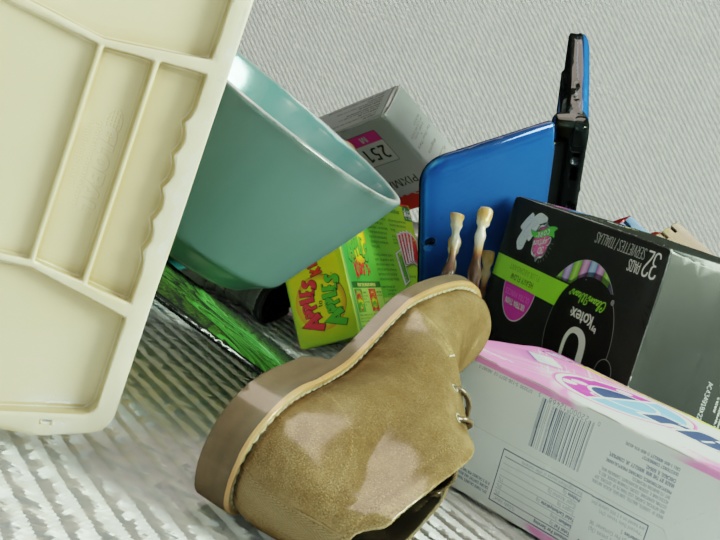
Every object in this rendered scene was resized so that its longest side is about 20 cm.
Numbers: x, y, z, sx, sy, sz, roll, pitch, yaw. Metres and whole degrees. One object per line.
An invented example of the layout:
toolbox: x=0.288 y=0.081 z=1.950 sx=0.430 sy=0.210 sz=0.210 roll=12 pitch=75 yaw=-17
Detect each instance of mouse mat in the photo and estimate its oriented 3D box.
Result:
mouse mat: x=-0.068 y=0.030 z=0.571 sx=0.160 sy=0.008 sz=0.200 roll=40 pitch=-2 yaw=-22

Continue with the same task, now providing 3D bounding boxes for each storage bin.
storage bin: x=-0.132 y=-0.055 z=0.460 sx=0.092 sy=0.202 sz=0.200 roll=17 pitch=6 yaw=-21

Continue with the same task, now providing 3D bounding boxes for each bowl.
bowl: x=-0.083 y=-0.065 z=0.656 sx=0.200 sy=0.105 sz=0.201 roll=39 pitch=8 yaw=-7

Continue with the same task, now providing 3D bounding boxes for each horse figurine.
horse figurine: x=0.057 y=0.037 z=0.708 sx=0.049 sy=0.135 sz=0.200 roll=13 pitch=-8 yaw=7

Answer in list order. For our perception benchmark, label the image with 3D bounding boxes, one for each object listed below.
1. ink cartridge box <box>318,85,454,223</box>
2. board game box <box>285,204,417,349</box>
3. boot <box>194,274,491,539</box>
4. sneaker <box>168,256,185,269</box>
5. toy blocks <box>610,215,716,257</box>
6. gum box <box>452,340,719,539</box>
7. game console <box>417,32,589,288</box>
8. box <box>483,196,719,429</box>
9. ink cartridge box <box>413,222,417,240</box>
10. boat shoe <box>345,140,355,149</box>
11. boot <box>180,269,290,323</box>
ink cartridge box: x=0.013 y=-0.080 z=1.052 sx=0.198 sy=0.044 sz=0.174 roll=-13 pitch=-49 yaw=45
board game box: x=0.000 y=0.000 z=0.825 sx=0.047 sy=0.104 sz=0.200 roll=-15 pitch=-5 yaw=18
boot: x=0.019 y=0.061 z=0.449 sx=0.075 sy=0.075 sz=0.199 roll=29 pitch=29 yaw=19
sneaker: x=-0.102 y=-0.035 z=0.770 sx=0.198 sy=0.078 sz=0.080 roll=-26 pitch=71 yaw=-38
toy blocks: x=0.234 y=0.023 z=0.881 sx=0.137 sy=0.099 sz=0.201 roll=50 pitch=-17 yaw=32
gum box: x=0.127 y=0.098 z=0.527 sx=0.112 sy=0.067 sz=0.198 roll=11 pitch=9 yaw=-45
game console: x=0.109 y=-0.060 z=0.843 sx=0.116 sy=0.202 sz=0.173 roll=5 pitch=47 yaw=6
box: x=0.171 y=0.050 z=0.707 sx=0.122 sy=0.151 sz=0.200 roll=15 pitch=7 yaw=-21
ink cartridge box: x=0.120 y=0.027 z=1.011 sx=0.199 sy=0.044 sz=0.173 roll=38 pitch=9 yaw=26
boat shoe: x=-0.045 y=-0.081 z=0.980 sx=0.073 sy=0.068 sz=0.199 roll=6 pitch=-1 yaw=-25
boot: x=-0.081 y=-0.013 z=0.870 sx=0.129 sy=0.069 sz=0.200 roll=24 pitch=24 yaw=12
